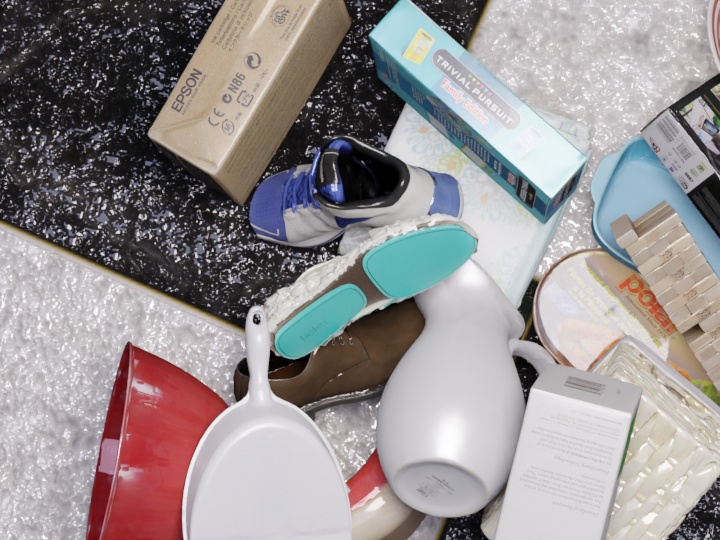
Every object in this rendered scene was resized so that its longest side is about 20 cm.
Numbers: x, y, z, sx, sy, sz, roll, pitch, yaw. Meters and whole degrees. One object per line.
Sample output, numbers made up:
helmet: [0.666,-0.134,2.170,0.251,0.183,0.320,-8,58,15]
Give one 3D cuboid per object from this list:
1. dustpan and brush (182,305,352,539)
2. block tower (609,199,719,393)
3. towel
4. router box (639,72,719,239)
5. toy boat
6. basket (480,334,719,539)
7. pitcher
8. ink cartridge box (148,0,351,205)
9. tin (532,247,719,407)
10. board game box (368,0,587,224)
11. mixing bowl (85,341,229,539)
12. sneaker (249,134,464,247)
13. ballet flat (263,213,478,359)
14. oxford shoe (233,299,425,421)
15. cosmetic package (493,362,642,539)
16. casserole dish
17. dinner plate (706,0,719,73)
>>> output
dustpan and brush: [-0.078,0.131,1.426,0.139,0.057,0.201,-2,98,-14]
block tower: [0.289,0.032,1.489,0.058,0.054,0.200,-35,102,10]
towel: [0.097,-0.069,1.574,0.171,0.048,0.201,25,86,7]
router box: [0.359,-0.083,1.532,0.149,0.051,0.200,-33,84,-32]
toy boat: [-0.035,0.196,1.517,0.199,0.131,0.131,-31,73,-2]
basket: [0.207,0.175,1.483,0.135,0.123,0.200,41,104,5]
pitcher: [0.099,0.112,1.463,0.171,0.121,0.201,34,45,-22]
ink cartridge box: [-0.092,-0.169,1.529,0.075,0.165,0.201,30,86,6]
tin: [0.239,0.069,1.561,0.112,0.042,0.200,-43,85,2]
board game box: [0.098,-0.131,1.482,0.200,0.151,0.047,42,88,7]
mixing bowl: [-0.165,0.169,1.498,0.108,0.200,0.201,12,85,-12]
sneaker: [-0.021,-0.075,1.507,0.199,0.115,0.081,0,71,34]
ballet flat: [0.000,0.000,1.463,0.199,0.072,0.072,-29,84,6]
oxford shoe: [-0.017,0.070,1.522,0.199,0.085,0.073,-26,42,-14]
cosmetic package: [0.155,0.185,1.379,0.084,0.108,0.201,14,102,11]
casserole dish: [0.286,-0.035,1.548,0.199,0.039,0.122,29,70,-6]
dinner plate: [0.382,-0.182,1.545,0.199,0.024,0.201,12,61,-22]
